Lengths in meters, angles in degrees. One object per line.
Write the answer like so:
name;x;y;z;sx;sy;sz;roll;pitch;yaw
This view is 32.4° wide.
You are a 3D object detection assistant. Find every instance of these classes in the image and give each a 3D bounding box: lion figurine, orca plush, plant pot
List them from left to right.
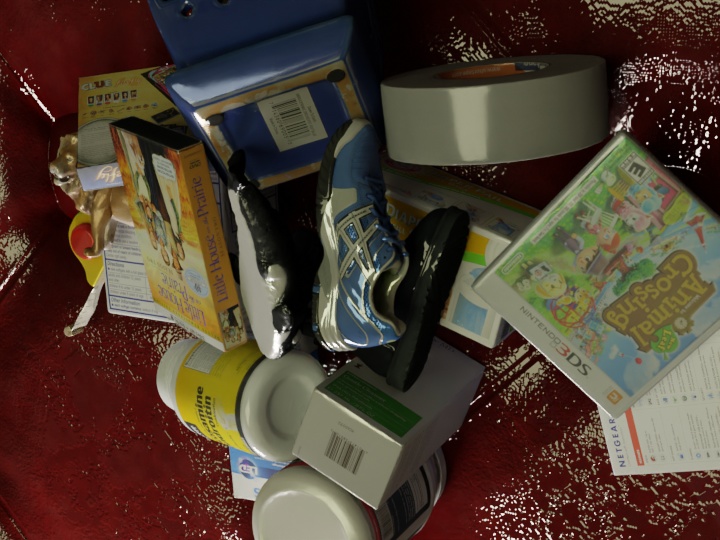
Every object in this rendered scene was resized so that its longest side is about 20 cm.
lion figurine;-0.231;-0.068;1.287;0.197;0.072;0.124;13;105;12
plant pot;-0.077;-0.196;1.124;0.197;0.201;0.182;-16;59;5
orca plush;-0.074;-0.016;1.117;0.105;0.071;0.202;20;131;57

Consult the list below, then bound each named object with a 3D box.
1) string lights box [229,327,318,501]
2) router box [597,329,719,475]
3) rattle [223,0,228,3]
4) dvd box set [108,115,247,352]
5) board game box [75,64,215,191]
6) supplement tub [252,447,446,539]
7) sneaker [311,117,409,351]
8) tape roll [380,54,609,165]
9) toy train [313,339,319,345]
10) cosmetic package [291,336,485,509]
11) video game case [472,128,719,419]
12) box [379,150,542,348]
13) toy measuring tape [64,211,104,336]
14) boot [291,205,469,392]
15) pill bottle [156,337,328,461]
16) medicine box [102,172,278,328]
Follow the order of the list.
string lights box;-0.098;0.162;1.399;0.102;0.059;0.203;5;108;30
router box;0.301;0.082;1.141;0.178;0.049;0.203;-9;101;33
rattle;-0.083;-0.268;1.244;0.202;0.141;0.131;-64;26;21
dvd box set;-0.173;-0.036;1.164;0.146;0.029;0.203;25;132;50
board game box;-0.187;-0.154;1.260;0.197;0.137;0.035;-8;140;-2
supplement tub;-0.007;0.237;1.283;0.139;0.199;0.142;10;110;28
sneaker;0.007;-0.030;1.074;0.076;0.075;0.203;1;93;30
tape roll;0.118;-0.144;1.089;0.198;0.200;0.067;3;107;30
toy train;-0.023;-0.010;1.318;0.045;0.034;0.203;15;112;13
cosmetic package;0.031;0.137;1.229;0.107;0.200;0.086;29;120;16
video game case;0.227;0.008;1.085;0.182;0.022;0.200;41;116;-3
box;0.075;-0.026;1.210;0.198;0.101;0.114;24;117;23
toy measuring tape;-0.325;-0.013;1.476;0.073;0.073;0.201;41;121;13
boot;0.000;0.000;1.155;0.167;0.076;0.202;28;125;16
pill bottle;-0.128;0.125;1.287;0.199;0.111;0.114;8;111;50
medicine box;-0.187;-0.050;1.360;0.180;0.103;0.203;7;108;29
